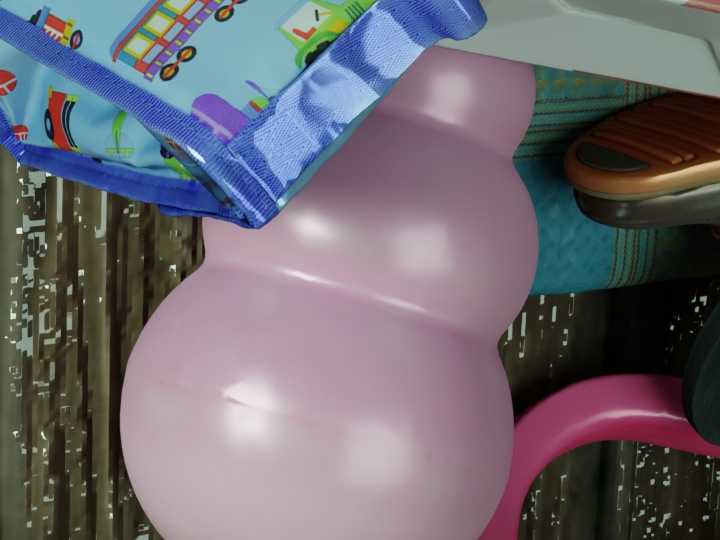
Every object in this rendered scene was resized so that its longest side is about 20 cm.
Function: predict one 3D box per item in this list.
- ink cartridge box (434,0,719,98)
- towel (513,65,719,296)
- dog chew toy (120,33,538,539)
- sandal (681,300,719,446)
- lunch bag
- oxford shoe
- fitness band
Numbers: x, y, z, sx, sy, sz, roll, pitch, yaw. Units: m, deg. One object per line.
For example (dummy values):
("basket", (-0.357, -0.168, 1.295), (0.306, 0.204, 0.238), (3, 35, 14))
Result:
("ink cartridge box", (0.084, -0.163, 0.745), (0.116, 0.067, 0.200), (9, 72, -23))
("towel", (0.112, -0.066, 0.870), (0.200, 0.022, 0.147), (-5, 107, -34))
("dog chew toy", (0.000, 0.000, 0.759), (0.124, 0.124, 0.200), (19, 84, -36))
("sandal", (0.196, -0.001, 0.827), (0.200, 0.048, 0.075), (-37, 135, 9))
("lunch bag", (-0.028, -0.093, 0.658), (0.151, 0.200, 0.094), (-46, 123, -14))
("oxford shoe", (0.152, -0.023, 0.856), (0.200, 0.071, 0.073), (-6, 111, -35))
("fitness band", (0.130, 0.112, 0.861), (0.200, 0.037, 0.144), (14, 66, -12))
